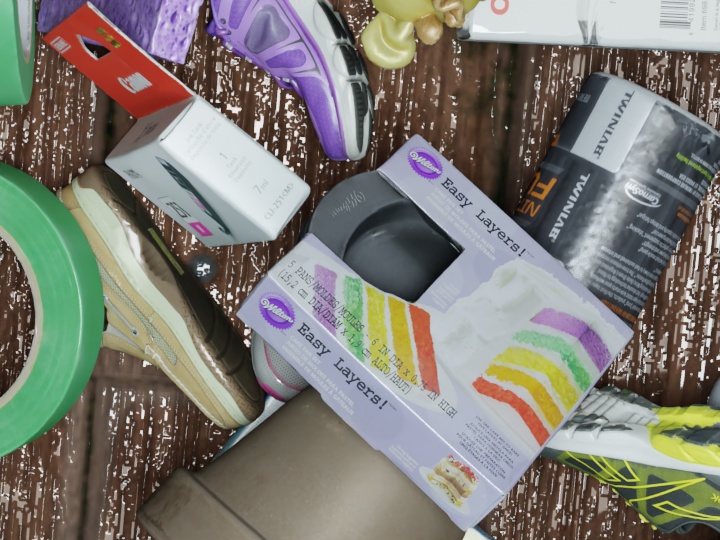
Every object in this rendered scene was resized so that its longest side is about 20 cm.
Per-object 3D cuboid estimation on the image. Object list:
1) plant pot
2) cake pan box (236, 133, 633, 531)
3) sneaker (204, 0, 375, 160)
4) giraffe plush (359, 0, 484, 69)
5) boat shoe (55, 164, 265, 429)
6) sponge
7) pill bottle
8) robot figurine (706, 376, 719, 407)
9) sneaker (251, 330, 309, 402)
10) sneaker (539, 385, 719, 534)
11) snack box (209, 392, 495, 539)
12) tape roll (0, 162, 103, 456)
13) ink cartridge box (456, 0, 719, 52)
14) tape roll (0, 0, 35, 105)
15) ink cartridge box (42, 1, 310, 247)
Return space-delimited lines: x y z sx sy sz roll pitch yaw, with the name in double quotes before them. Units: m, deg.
"plant pot" -0.012 0.148 1.427 0.200 0.200 0.175 39 85 -5
"cake pan box" 0.046 0.030 1.383 0.200 0.184 0.052 44 133 4
"sneaker" -0.055 -0.157 1.510 0.083 0.081 0.200 -29 86 11
"giraffe plush" 0.029 -0.223 1.404 0.162 0.200 0.173 50 132 5
"boat shoe" -0.143 0.029 1.513 0.076 0.072 0.200 -36 83 12
"sponge" -0.143 -0.193 1.431 0.030 0.200 0.112 17 91 -30
"pill bottle" 0.152 -0.021 1.506 0.106 0.106 0.200 28 91 -5
"robot figurine" 0.316 0.099 1.522 0.200 0.113 0.170 -16 86 -3
"sneaker" 0.000 0.000 1.495 0.081 0.088 0.200 36 82 -6
"sneaker" 0.184 0.132 1.492 0.074 0.200 0.085 -27 114 -42
"snack box" -0.010 0.176 1.540 0.200 0.037 0.116 39 91 -5
"tape roll" -0.268 0.026 1.475 0.200 0.048 0.201 1 95 11
"ink cartridge box" 0.165 -0.219 1.507 0.200 0.084 0.145 3 94 -5
"tape roll" -0.233 -0.203 1.419 0.048 0.200 0.201 -2 94 -4
"ink cartridge box" -0.129 -0.086 1.424 0.173 0.200 0.044 39 80 -12
